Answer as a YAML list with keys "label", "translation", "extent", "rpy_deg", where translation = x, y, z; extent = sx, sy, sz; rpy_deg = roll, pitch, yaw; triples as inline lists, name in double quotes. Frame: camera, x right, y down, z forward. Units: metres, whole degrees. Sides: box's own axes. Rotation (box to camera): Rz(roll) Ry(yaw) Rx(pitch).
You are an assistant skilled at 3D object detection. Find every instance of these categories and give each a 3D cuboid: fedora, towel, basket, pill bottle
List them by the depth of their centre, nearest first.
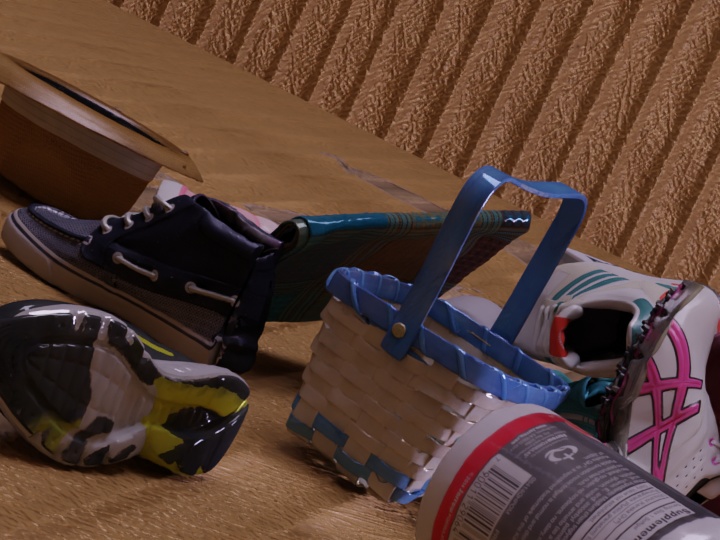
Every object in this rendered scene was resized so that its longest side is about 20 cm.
- label: "pill bottle"
  translation: [0.129, 0.156, 1.298]
  extent: [0.200, 0.111, 0.110]
  rpy_deg: [32, 10, 40]
- label: "basket"
  translation: [0.058, 0.034, 1.537]
  extent: [0.139, 0.201, 0.176]
  rpy_deg: [28, 9, 23]
- label: "towel"
  translation: [0.000, 0.000, 1.728]
  extent: [0.199, 0.147, 0.022]
  rpy_deg: [-2, 65, -38]
- label: "fedora"
  translation: [-0.216, -0.090, 1.950]
  extent: [0.200, 0.082, 0.201]
  rpy_deg: [29, 4, -2]

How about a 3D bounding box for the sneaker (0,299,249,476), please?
- label: "sneaker"
  translation: [-0.139, 0.056, 1.308]
  extent: [0.084, 0.075, 0.200]
  rpy_deg: [23, -4, 33]

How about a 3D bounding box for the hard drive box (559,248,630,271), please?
- label: "hard drive box"
  translation: [0.287, 0.062, 2.554]
  extent: [0.155, 0.077, 0.200]
  rpy_deg: [18, 11, -39]

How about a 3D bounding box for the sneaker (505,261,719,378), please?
- label: "sneaker"
  translation: [0.146, 0.033, 1.734]
  extent: [0.093, 0.071, 0.199]
  rpy_deg: [-3, 6, -38]

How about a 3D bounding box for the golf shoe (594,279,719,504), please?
- label: "golf shoe"
  translation: [0.185, 0.103, 1.594]
  extent: [0.092, 0.201, 0.073]
  rpy_deg: [24, -22, 1]

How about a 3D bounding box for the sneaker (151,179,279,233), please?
- label: "sneaker"
  translation: [-0.100, -0.012, 1.816]
  extent: [0.104, 0.076, 0.200]
  rpy_deg: [20, 3, 1]

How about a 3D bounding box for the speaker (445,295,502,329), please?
- label: "speaker"
  translation: [0.062, 0.064, 1.804]
  extent: [0.081, 0.082, 0.200]
  rpy_deg: [26, 7, 6]

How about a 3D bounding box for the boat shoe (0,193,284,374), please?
- label: "boat shoe"
  translation: [-0.135, -0.018, 1.660]
  extent: [0.199, 0.093, 0.075]
  rpy_deg: [28, 16, 22]

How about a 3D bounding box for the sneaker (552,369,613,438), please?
- label: "sneaker"
  translation: [0.153, 0.105, 1.790]
  extent: [0.077, 0.080, 0.200]
  rpy_deg: [42, 7, -10]

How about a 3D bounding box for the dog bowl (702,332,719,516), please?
- label: "dog bowl"
  translation: [0.248, 0.125, 1.625]
  extent: [0.073, 0.202, 0.200]
  rpy_deg: [6, 12, -14]
